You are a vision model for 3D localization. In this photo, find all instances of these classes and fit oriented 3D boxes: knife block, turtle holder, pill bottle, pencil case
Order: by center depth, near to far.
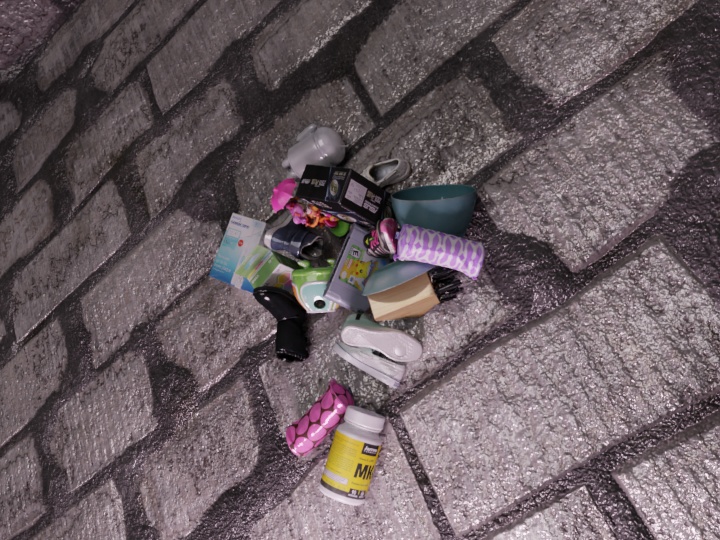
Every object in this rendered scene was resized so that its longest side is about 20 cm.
[{"bbox_3d":[0.172,-0.041,1.391,0.197,0.084,0.087,13,105,-3],"label":"pencil case"},{"bbox_3d":[0.138,0.045,1.458,0.176,0.198,0.065,-48,53,47],"label":"knife block"},{"bbox_3d":[-0.016,0.426,1.474,0.113,0.114,0.203,14,84,34],"label":"pill bottle"},{"bbox_3d":[-0.105,0.365,1.567,0.200,0.090,0.094,-46,65,15],"label":"pencil case"},{"bbox_3d":[-0.086,0.040,1.638,0.141,0.183,0.134,172,95,-65],"label":"turtle holder"}]

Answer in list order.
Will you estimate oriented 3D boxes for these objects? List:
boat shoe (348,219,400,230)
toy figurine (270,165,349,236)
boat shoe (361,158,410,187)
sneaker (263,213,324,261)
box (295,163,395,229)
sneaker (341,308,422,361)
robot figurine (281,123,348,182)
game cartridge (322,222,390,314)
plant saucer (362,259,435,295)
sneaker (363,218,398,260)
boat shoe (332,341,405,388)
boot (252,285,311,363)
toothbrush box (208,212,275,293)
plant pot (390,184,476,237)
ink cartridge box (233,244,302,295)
[{"bbox_3d":[0.048,-0.116,1.624,0.198,0.072,0.067,14,87,36],"label":"boat shoe"},{"bbox_3d":[-0.143,-0.169,1.641,0.150,0.183,0.202,-38,72,43],"label":"toy figurine"},{"bbox_3d":[0.033,-0.249,1.672,0.198,0.069,0.072,-24,66,25],"label":"boat shoe"},{"bbox_3d":[-0.149,-0.092,1.703,0.144,0.202,0.078,14,119,18],"label":"sneaker"},{"bbox_3d":[-0.028,-0.174,1.531,0.163,0.199,0.087,16,84,43],"label":"box"},{"bbox_3d":[0.053,0.151,1.531,0.198,0.118,0.075,17,107,-3],"label":"sneaker"},{"bbox_3d":[-0.124,-0.324,1.769,0.199,0.113,0.171,-29,79,22],"label":"robot figurine"},{"bbox_3d":[0.000,0.000,1.581,0.040,0.132,0.202,3,69,63],"label":"game cartridge"},{"bbox_3d":[0.088,0.000,1.489,0.199,0.201,0.039,-21,95,26],"label":"plant saucer"},{"bbox_3d":[0.046,-0.070,1.491,0.086,0.200,0.075,1,78,9],"label":"sneaker"},{"bbox_3d":[0.023,0.215,1.547,0.198,0.074,0.066,27,86,25],"label":"boat shoe"},{"bbox_3d":[-0.203,0.143,1.635,0.073,0.198,0.165,-16,61,30],"label":"boot"},{"bbox_3d":[-0.332,-0.049,1.838,0.145,0.085,0.202,19,85,35],"label":"toothbrush box"},{"bbox_3d":[0.175,-0.118,1.490,0.198,0.199,0.137,5,110,33],"label":"plant pot"},{"bbox_3d":[-0.227,0.014,1.680,0.104,0.199,0.059,-47,54,12],"label":"ink cartridge box"}]
